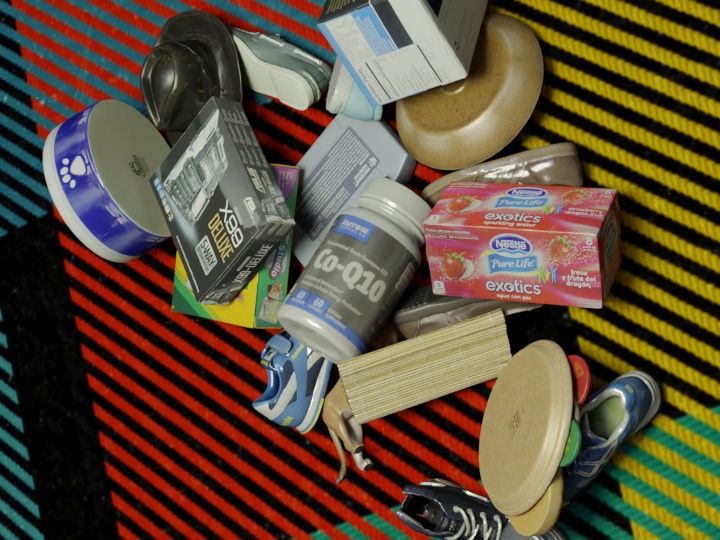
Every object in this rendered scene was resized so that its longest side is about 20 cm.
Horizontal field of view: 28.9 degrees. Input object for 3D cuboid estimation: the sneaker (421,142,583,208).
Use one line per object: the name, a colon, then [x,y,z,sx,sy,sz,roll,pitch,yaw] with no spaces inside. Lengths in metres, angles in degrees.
sneaker: [0.160,-0.086,1.595,0.198,0.070,0.077,-17,83,31]

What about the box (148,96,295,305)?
box: [-0.172,-0.084,1.705,0.158,0.049,0.201,-46,55,33]

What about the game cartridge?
game cartridge: [-0.023,-0.100,1.729,0.200,0.041,0.133,-49,60,19]

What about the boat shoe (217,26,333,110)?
boat shoe: [-0.113,-0.269,1.797,0.062,0.073,0.199,-38,50,-24]

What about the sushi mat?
sushi mat: [0.075,0.111,1.578,0.198,0.096,0.012,-19,39,0]

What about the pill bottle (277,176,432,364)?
pill bottle: [0.000,0.000,1.612,0.113,0.114,0.201,23,72,31]

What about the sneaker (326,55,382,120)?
sneaker: [0.018,-0.271,1.703,0.074,0.081,0.202,147,141,-69]

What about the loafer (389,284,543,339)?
loafer: [0.132,0.045,1.611,0.198,0.073,0.072,-13,113,29]

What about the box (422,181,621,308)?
box: [0.178,-0.031,1.527,0.198,0.100,0.096,5,124,24]

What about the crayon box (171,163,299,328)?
crayon box: [-0.161,-0.037,1.767,0.171,0.058,0.203,8,93,47]

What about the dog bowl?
dog bowl: [-0.316,-0.117,1.815,0.078,0.199,0.202,-26,73,24]

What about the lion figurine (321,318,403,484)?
lion figurine: [-0.005,0.146,1.677,0.123,0.072,0.201,48,114,32]

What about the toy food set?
toy food set: [0.188,0.171,1.515,0.200,0.048,0.200,-119,47,-67]

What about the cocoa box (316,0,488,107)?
cocoa box: [0.054,-0.310,1.590,0.130,0.134,0.201,-15,40,31]

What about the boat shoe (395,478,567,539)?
boat shoe: [0.131,0.293,1.565,0.198,0.092,0.076,17,95,32]

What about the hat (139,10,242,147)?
hat: [-0.236,-0.235,1.816,0.199,0.080,0.203,12,109,39]

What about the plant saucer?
plant saucer: [0.116,-0.217,1.620,0.198,0.035,0.203,-16,61,31]

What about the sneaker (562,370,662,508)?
sneaker: [0.240,0.185,1.517,0.076,0.077,0.201,46,112,24]

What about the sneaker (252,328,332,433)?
sneaker: [-0.075,0.094,1.702,0.074,0.081,0.203,178,106,-74]
